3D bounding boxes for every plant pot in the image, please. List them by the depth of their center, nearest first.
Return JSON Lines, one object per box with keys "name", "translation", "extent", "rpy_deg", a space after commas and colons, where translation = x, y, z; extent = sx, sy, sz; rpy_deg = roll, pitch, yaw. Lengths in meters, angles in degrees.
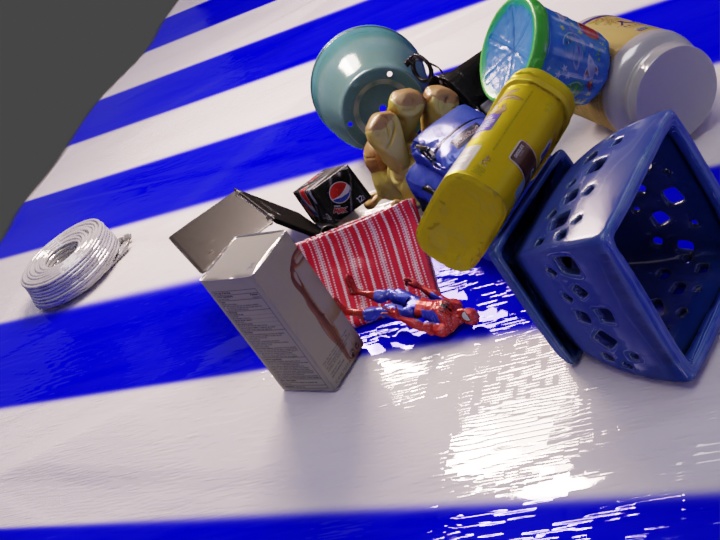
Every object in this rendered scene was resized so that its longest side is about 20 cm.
{"name": "plant pot", "translation": [0.262, -0.019, 1.062], "extent": [0.179, 0.200, 0.200], "rpy_deg": [-7, 39, 49]}
{"name": "plant pot", "translation": [0.024, -0.280, 1.632], "extent": [0.199, 0.201, 0.188], "rpy_deg": [-30, 22, 5]}

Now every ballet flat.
{"name": "ballet flat", "translation": [-0.016, -0.013, 1.437], "extent": [0.068, 0.069, 0.200], "rpy_deg": [-39, 30, -5]}

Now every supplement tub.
{"name": "supplement tub", "translation": [0.362, -0.257, 1.358], "extent": [0.145, 0.146, 0.200], "rpy_deg": [-36, 30, -5]}

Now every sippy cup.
{"name": "sippy cup", "translation": [0.241, -0.269, 1.295], "extent": [0.140, 0.130, 0.179], "rpy_deg": [-117, 41, -54]}

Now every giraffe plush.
{"name": "giraffe plush", "translation": [0.069, -0.162, 1.504], "extent": [0.172, 0.201, 0.162], "rpy_deg": [-13, 5, -22]}

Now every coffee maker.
{"name": "coffee maker", "translation": [0.209, -0.301, 1.524], "extent": [0.200, 0.192, 0.135], "rpy_deg": [-40, 14, -17]}

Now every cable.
{"name": "cable", "translation": [-0.558, -0.014, 1.951], "extent": [0.199, 0.069, 0.200], "rpy_deg": [-9, 38, 35]}

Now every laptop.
{"name": "laptop", "translation": [-0.165, -0.046, 1.581], "extent": [0.187, 0.199, 0.116], "rpy_deg": [37, 105, 58]}

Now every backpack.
{"name": "backpack", "translation": [0.162, -0.110, 1.317], "extent": [0.162, 0.168, 0.200], "rpy_deg": [-41, 37, -4]}

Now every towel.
{"name": "towel", "translation": [0.000, 0.000, 1.367], "extent": [0.199, 0.022, 0.145], "rpy_deg": [-21, 73, 21]}

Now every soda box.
{"name": "soda box", "translation": [-0.048, -0.116, 1.561], "extent": [0.071, 0.063, 0.200], "rpy_deg": [-37, 9, -8]}

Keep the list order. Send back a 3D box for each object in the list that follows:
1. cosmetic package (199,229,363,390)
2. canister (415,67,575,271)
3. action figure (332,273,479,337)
{"name": "cosmetic package", "translation": [-0.096, 0.053, 1.281], "extent": [0.103, 0.200, 0.087], "rpy_deg": [-3, 41, 41]}
{"name": "canister", "translation": [0.148, -0.110, 1.119], "extent": [0.200, 0.086, 0.149], "rpy_deg": [-54, -6, -38]}
{"name": "action figure", "translation": [0.059, 0.045, 1.279], "extent": [0.199, 0.052, 0.066], "rpy_deg": [10, 47, 29]}
